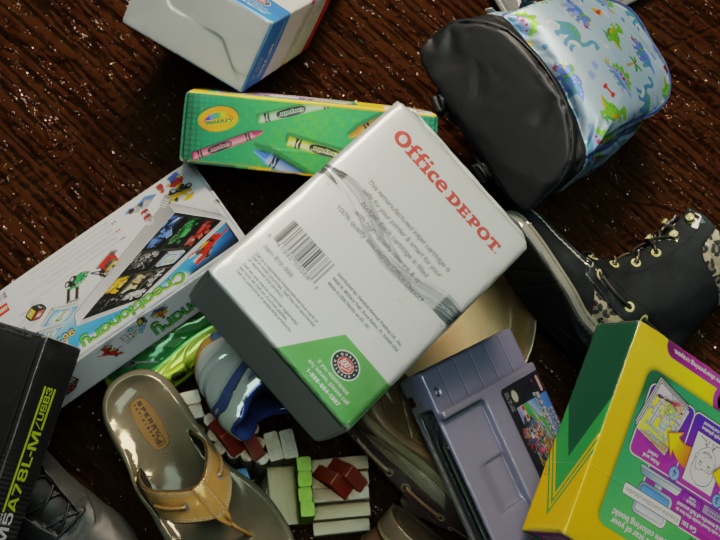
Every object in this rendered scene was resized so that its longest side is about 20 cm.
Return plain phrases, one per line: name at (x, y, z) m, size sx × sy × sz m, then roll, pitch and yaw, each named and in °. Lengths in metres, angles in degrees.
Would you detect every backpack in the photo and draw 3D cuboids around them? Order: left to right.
backpack at (0.164, -0.148, 1.118) m, size 0.153 × 0.200 × 0.164 m, roll -37°, pitch 78°, yaw 22°

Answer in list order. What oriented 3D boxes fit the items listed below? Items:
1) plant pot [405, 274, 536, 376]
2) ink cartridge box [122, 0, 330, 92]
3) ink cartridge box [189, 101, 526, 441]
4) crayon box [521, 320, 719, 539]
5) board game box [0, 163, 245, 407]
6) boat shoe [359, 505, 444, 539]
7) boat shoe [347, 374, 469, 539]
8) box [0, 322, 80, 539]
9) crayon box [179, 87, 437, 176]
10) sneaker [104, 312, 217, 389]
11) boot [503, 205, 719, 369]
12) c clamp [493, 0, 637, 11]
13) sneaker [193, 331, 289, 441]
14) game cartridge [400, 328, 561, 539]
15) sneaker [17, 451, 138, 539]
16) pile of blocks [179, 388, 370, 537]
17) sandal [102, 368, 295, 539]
plant pot at (0.045, 0.034, 1.125) m, size 0.198 × 0.028 × 0.202 m, roll 1°, pitch 73°, yaw -4°
ink cartridge box at (-0.098, -0.227, 1.143) m, size 0.116 × 0.068 × 0.200 m, roll 31°, pitch 27°, yaw 5°
ink cartridge box at (0.000, 0.000, 0.983) m, size 0.200 × 0.083 × 0.147 m, roll -42°, pitch 91°, yaw -22°
crayon box at (0.237, 0.163, 1.044) m, size 0.199 × 0.058 × 0.174 m, roll 33°, pitch 70°, yaw -23°
board game box at (-0.185, 0.010, 1.057) m, size 0.199 × 0.035 × 0.126 m, roll -35°, pitch 44°, yaw -4°
boat shoe at (0.076, 0.266, 1.037) m, size 0.200 × 0.072 × 0.068 m, roll 42°, pitch 101°, yaw 2°
boat shoe at (0.060, 0.160, 1.061) m, size 0.200 × 0.072 × 0.072 m, roll 42°, pitch 46°, yaw -17°
box at (-0.312, 0.121, 0.972) m, size 0.199 × 0.047 × 0.195 m, roll 14°, pitch 83°, yaw 30°
crayon box at (-0.042, -0.110, 1.110) m, size 0.198 × 0.119 × 0.059 m, roll 5°, pitch 98°, yaw -3°
sneaker at (-0.126, 0.023, 1.087) m, size 0.199 × 0.074 × 0.084 m, roll -37°, pitch 83°, yaw -15°
boot at (0.211, -0.006, 1.113) m, size 0.154 × 0.073 × 0.204 m, roll -45°, pitch 105°, yaw -19°
c clamp at (0.175, -0.296, 1.245) m, size 0.198 × 0.027 × 0.172 m, roll -22°, pitch 75°, yaw -11°
sneaker at (-0.024, 0.070, 1.042) m, size 0.198 × 0.076 × 0.088 m, roll -23°, pitch 49°, yaw -5°
game cartridge at (0.117, 0.153, 1.041) m, size 0.129 × 0.038 × 0.201 m, roll -22°, pitch 86°, yaw -44°
sneaker at (-0.243, 0.166, 1.005) m, size 0.199 × 0.091 × 0.076 m, roll 35°, pitch 70°, yaw 20°
pile of blocks at (-0.081, 0.153, 1.056) m, size 0.198 × 0.062 × 0.083 m, roll 19°, pitch 71°, yaw 2°
sandal at (-0.125, 0.149, 0.991) m, size 0.080 × 0.054 × 0.200 m, roll -34°, pitch 70°, yaw -13°
